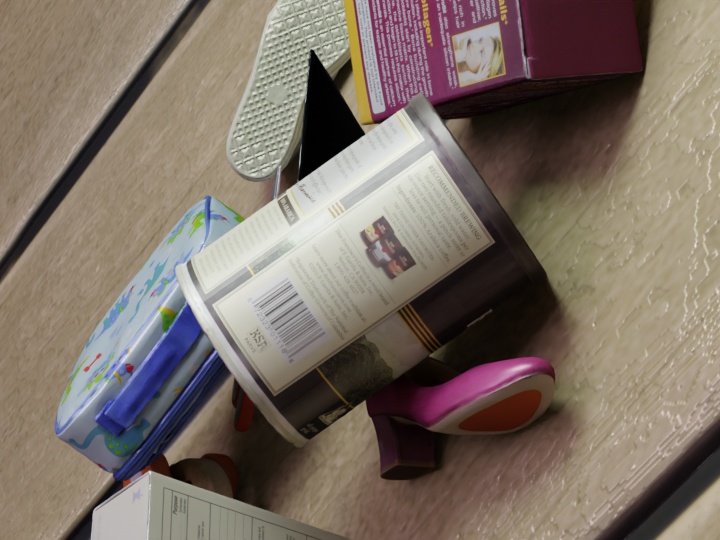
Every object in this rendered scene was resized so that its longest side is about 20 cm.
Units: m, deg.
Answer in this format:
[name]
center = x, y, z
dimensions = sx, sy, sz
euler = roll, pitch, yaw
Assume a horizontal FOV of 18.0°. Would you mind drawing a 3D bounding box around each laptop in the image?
[laptop]
center = -0.056, -0.027, 1.697
dimensions = 0.200, 0.116, 0.188
euler = -30, 46, 47

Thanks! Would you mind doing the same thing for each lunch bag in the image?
[lunch bag]
center = -0.142, 0.051, 1.674
dimensions = 0.200, 0.082, 0.161
euler = -53, 11, 10

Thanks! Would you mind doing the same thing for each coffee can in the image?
[coffee can]
center = 0.000, 0.000, 1.485
dimensions = 0.200, 0.147, 0.147
euler = -35, 36, 4

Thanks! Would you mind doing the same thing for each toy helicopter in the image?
[toy helicopter]
center = -0.137, 0.240, 1.721
dimensions = 0.132, 0.079, 0.201
euler = 40, 117, 50

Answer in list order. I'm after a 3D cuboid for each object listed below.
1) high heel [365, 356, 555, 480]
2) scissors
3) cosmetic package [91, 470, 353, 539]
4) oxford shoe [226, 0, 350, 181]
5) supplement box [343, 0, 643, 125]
[high heel]
center = 0.060, 0.066, 1.490
dimensions = 0.200, 0.067, 0.097
euler = -32, 56, 50
[scissors]
center = -0.075, 0.023, 1.742
dimensions = 0.073, 0.014, 0.201
euler = -115, 36, -75
[cosmetic package]
center = -0.076, 0.215, 1.486
dimensions = 0.073, 0.199, 0.104
euler = -35, 43, 43
[oxford shoe]
center = -0.050, -0.165, 1.835
dimensions = 0.201, 0.075, 0.058
euler = -64, -6, 3
[supplement box]
center = 0.084, -0.179, 1.543
dimensions = 0.200, 0.103, 0.132
euler = -9, 88, 56
